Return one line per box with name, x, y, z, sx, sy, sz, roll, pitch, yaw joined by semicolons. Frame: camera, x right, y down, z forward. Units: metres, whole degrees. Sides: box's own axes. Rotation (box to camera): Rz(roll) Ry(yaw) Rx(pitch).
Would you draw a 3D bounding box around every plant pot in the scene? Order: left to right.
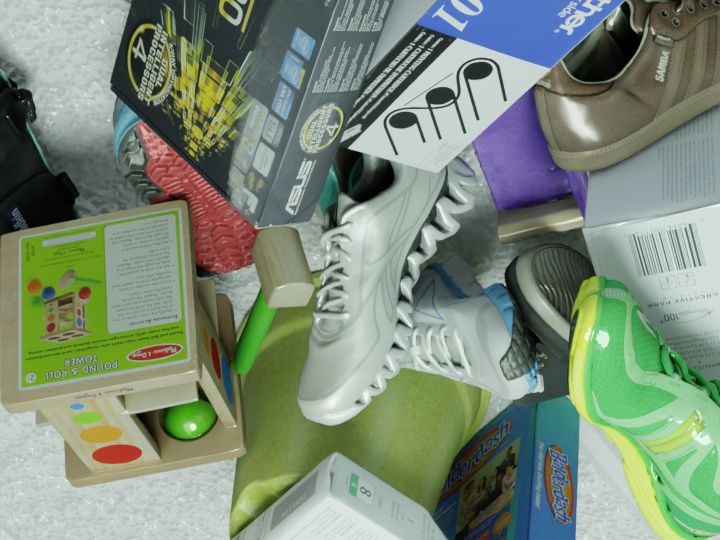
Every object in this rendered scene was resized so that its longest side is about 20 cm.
plant pot;-0.013;0.132;1.100;0.200;0.184;0.201;5;125;7

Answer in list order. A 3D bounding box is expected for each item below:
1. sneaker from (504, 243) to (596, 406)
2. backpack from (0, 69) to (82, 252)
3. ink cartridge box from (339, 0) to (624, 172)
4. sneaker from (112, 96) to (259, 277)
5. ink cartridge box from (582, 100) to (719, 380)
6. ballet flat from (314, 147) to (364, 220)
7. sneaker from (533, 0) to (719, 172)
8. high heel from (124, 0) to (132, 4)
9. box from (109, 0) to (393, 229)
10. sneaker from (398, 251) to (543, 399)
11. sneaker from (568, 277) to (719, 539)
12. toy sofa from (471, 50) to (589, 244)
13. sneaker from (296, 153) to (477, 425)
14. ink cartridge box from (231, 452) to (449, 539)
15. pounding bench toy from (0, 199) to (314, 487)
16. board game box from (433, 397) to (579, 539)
sneaker;0.125;0.049;1.044;0.106;0.075;0.200;-20;150;26
backpack;-0.309;-0.029;1.028;0.153;0.200;0.176;4;129;33
ink cartridge box;0.058;-0.131;0.832;0.094;0.044;0.200;13;144;-31
sneaker;-0.110;-0.073;1.042;0.079;0.096;0.200;-18;147;2
ink cartridge box;0.201;-0.018;0.945;0.084;0.200;0.176;-10;123;18
ballet flat;-0.021;-0.080;1.035;0.070;0.067;0.200;1;129;39
sneaker;0.185;-0.136;0.889;0.200;0.070;0.076;-36;122;-19
high heel;-0.159;-0.169;0.975;0.142;0.071;0.200;-26;101;19
box;-0.058;-0.149;0.850;0.161;0.049;0.200;42;124;32
sneaker;0.055;0.047;0.998;0.086;0.200;0.075;-20;104;-10
sneaker;0.172;0.072;0.836;0.083;0.074;0.200;-12;132;29
toy sofa;0.098;-0.110;0.962;0.083;0.098;0.200;-13;123;18
sneaker;0.000;0.000;0.975;0.075;0.200;0.081;5;157;47
ink cartridge box;0.010;0.224;1.023;0.200;0.050;0.161;34;124;-19
pounding bench toy;-0.117;0.049;1.017;0.199;0.125;0.156;-11;150;4
board game box;0.093;0.195;1.117;0.045;0.200;0.152;34;124;-16
